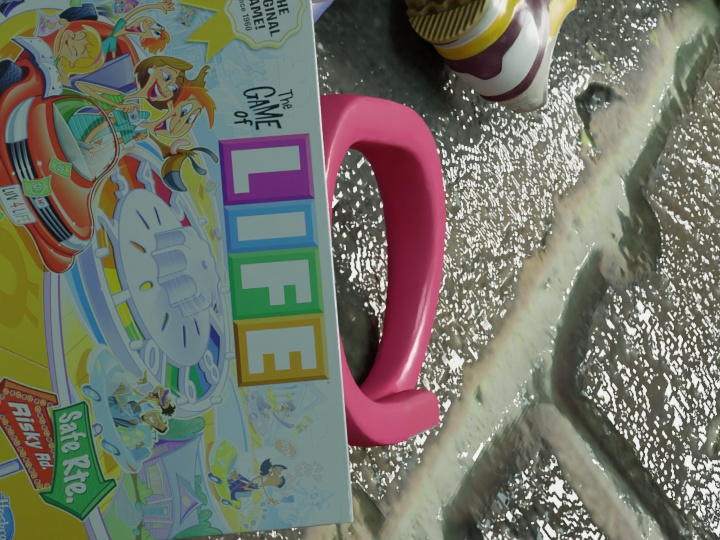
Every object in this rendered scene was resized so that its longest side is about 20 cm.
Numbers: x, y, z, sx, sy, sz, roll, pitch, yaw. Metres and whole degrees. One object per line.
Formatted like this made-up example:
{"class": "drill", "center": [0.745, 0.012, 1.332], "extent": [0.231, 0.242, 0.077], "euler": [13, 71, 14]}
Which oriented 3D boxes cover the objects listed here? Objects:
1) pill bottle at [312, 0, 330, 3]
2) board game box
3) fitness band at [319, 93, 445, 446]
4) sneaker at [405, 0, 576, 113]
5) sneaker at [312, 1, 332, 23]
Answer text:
{"class": "pill bottle", "center": [-0.024, -0.214, 0.780], "extent": [0.112, 0.112, 0.201], "euler": [-10, 85, -51]}
{"class": "board game box", "center": [-0.077, -0.006, 0.698], "extent": [0.133, 0.034, 0.202], "euler": [-5, 88, -7]}
{"class": "fitness band", "center": [0.000, 0.000, 0.822], "extent": [0.200, 0.037, 0.145], "euler": [-1, 89, -73]}
{"class": "sneaker", "center": [0.076, -0.177, 1.049], "extent": [0.090, 0.075, 0.201], "euler": [43, 47, -40]}
{"class": "sneaker", "center": [-0.070, -0.046, 0.806], "extent": [0.116, 0.080, 0.199], "euler": [58, 45, -15]}
